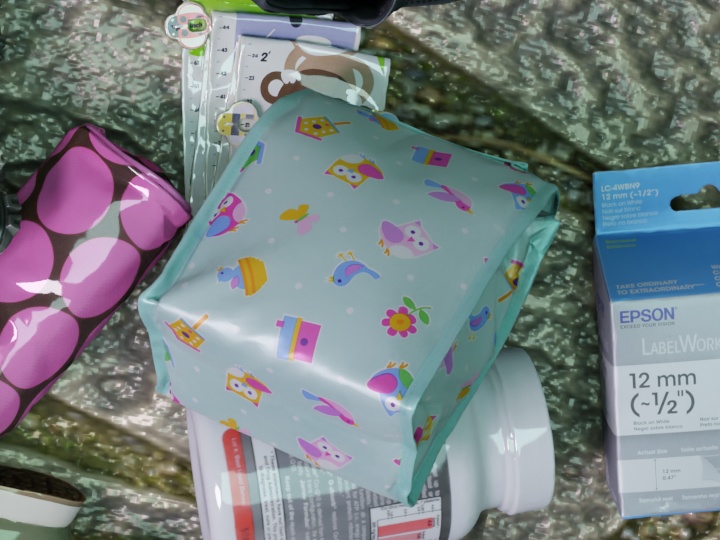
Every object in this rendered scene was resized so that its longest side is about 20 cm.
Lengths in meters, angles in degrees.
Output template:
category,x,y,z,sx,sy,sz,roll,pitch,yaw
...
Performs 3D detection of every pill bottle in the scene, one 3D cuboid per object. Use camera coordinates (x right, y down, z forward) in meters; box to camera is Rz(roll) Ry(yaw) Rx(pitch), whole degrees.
category,x,y,z,sx,sy,sz,roll,pitch,yaw
pill bottle,0.004,0.106,1.072,0.198,0.116,0.117,-8,98,-9

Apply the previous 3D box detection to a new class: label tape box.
category,x,y,z,sx,sy,sz,roll,pitch,yaw
label tape box,0.215,0.039,1.108,0.142,0.066,0.202,-5,105,1

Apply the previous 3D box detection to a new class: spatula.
category,x,y,z,sx,sy,sz,roll,pitch,yaw
spatula,0.226,0.034,1.151,0.056,0.021,0.200,-41,101,3

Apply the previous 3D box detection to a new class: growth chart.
category,x,y,z,sx,sy,sz,roll,pitch,yaw
growth chart,-0.043,-0.081,1.091,0.143,0.018,0.202,-7,99,-10

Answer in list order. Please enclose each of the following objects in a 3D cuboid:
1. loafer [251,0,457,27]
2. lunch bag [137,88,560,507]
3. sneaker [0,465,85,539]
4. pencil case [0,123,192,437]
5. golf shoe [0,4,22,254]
category,x,y,z,sx,sy,sz,roll,pitch,yaw
loafer,0.001,-0.163,1.022,0.200,0.068,0.071,-3,56,-46
lunch bag,0.000,0.000,1.009,0.169,0.122,0.201,21,55,16
sneaker,-0.262,0.148,1.052,0.198,0.067,0.091,14,96,-10
pencil case,-0.188,0.009,1.044,0.094,0.091,0.200,42,86,22
golf shoe,-0.241,-0.088,1.013,0.077,0.088,0.202,10,62,-38
